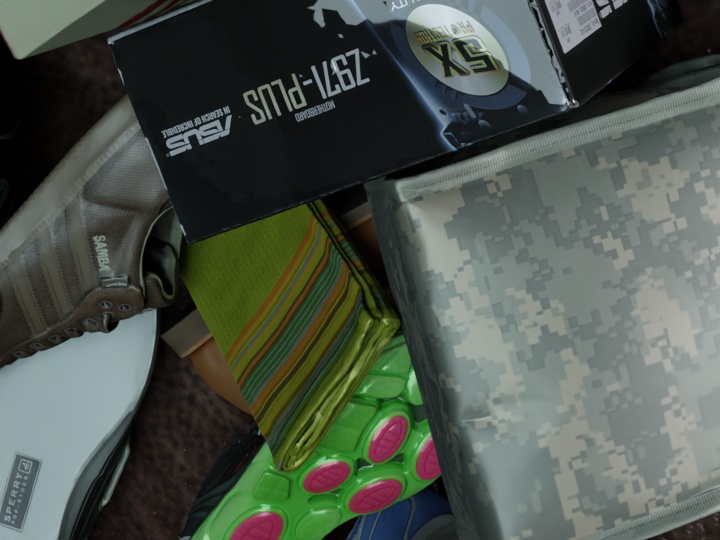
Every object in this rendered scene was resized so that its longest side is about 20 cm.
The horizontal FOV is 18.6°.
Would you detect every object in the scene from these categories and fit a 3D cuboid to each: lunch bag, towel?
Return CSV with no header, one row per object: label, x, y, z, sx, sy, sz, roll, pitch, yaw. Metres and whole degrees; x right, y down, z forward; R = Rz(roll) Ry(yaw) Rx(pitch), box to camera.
lunch bag,0.118,0.009,0.865,0.199,0.118,0.165,-17,96,-5
towel,-0.049,-0.009,0.954,0.086,0.018,0.200,-55,42,22

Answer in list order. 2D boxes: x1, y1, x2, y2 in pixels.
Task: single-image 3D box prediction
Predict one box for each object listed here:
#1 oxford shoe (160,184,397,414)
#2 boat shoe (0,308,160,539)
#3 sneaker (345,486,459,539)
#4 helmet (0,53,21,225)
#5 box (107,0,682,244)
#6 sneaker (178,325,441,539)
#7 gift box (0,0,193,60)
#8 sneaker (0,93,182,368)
oxford shoe,0.000,0.000,0.984,0.200,0.071,0.071,-37,96,35
boat shoe,-0.146,0.081,1.054,0.070,0.064,0.201,25,100,7
sneaker,0.004,0.179,1.037,0.077,0.075,0.200,55,129,40
helmet,-0.251,-0.065,0.985,0.199,0.191,0.201,-1,100,-5
box,0.022,-0.095,0.871,0.163,0.200,0.086,-18,98,23
sneaker,-0.024,0.082,0.986,0.077,0.084,0.200,32,121,-25
gift box,-0.070,-0.195,0.859,0.186,0.200,0.185,-27,96,37
sneaker,-0.124,0.004,0.963,0.076,0.070,0.200,43,120,-1
